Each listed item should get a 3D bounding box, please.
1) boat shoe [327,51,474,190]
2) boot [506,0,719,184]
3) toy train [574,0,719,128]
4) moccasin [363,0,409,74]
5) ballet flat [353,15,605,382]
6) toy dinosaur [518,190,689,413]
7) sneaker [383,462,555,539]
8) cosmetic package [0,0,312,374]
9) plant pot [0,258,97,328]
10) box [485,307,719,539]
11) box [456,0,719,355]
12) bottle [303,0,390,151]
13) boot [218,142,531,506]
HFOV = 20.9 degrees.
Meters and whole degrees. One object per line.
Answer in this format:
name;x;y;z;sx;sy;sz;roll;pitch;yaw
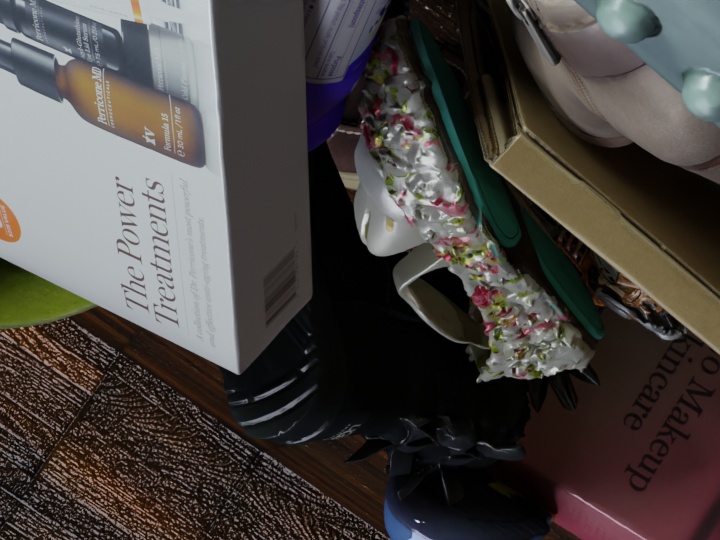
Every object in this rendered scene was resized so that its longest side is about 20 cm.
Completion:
boat shoe;-0.015;-0.092;0.931;0.200;0.072;0.072;17;153;52
boot;0.071;-0.092;0.618;0.146;0.070;0.200;37;-175;-41
toy train;0.117;-0.082;0.497;0.200;0.114;0.085;38;163;-21
moccasin;-0.013;-0.132;0.740;0.068;0.081;0.200;20;163;26
ballet flat;0.036;-0.014;0.760;0.200;0.064;0.076;54;-162;-43
toy dinosaur;0.099;-0.023;0.901;0.201;0.102;0.136;-100;-14;-51
sneaker;0.047;0.140;0.959;0.074;0.082;0.200;34;-179;17
cosmetic package;-0.092;-0.074;0.645;0.150;0.052;0.201;26;141;24
plant pot;-0.173;-0.110;0.907;0.200;0.187;0.187;52;180;32
box;0.147;0.079;1.024;0.199;0.128;0.109;31;168;11
box;0.120;-0.022;0.768;0.200;0.021;0.164;38;-160;-19
bottle;-0.021;-0.098;0.669;0.065;0.084;0.200;19;135;-7
boot;0.001;-0.001;0.854;0.073;0.199;0.162;-25;156;32
